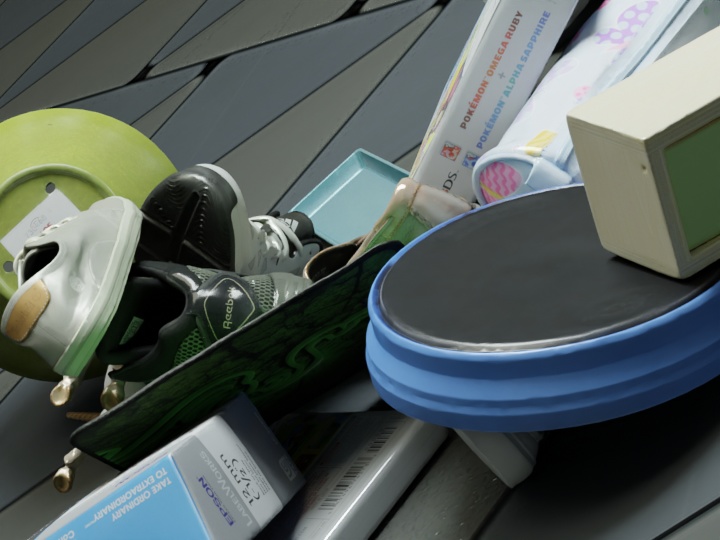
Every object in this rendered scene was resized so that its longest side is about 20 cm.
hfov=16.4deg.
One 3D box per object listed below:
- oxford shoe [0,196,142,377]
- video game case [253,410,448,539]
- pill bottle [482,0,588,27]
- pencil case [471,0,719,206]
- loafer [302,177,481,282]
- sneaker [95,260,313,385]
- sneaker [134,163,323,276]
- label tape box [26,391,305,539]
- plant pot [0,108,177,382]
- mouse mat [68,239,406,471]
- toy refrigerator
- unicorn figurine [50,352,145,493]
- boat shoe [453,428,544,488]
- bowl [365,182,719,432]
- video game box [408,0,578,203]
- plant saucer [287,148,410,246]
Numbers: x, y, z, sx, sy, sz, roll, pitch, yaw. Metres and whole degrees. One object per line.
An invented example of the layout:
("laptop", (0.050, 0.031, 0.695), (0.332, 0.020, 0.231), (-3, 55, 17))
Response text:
("oxford shoe", (-0.162, -0.003, 1.388), (0.075, 0.058, 0.200), (-59, 10, 17))
("video game case", (-0.064, 0.153, 1.327), (0.200, 0.023, 0.182), (-51, 23, -25))
("pill bottle", (0.157, -0.252, 1.663), (0.111, 0.112, 0.200), (-10, 36, 54))
("pencil case", (0.144, -0.097, 1.396), (0.200, 0.083, 0.091), (-52, 8, -28))
("loafer", (0.000, 0.000, 1.425), (0.200, 0.063, 0.072), (-35, 25, 50))
("sneaker", (-0.097, 0.040, 1.433), (0.199, 0.114, 0.077), (132, 147, -73))
("sneaker", (-0.078, -0.022, 1.539), (0.115, 0.076, 0.201), (-46, -19, -30))
("label tape box", (-0.122, 0.142, 1.241), (0.143, 0.066, 0.200), (-34, -1, 16))
("plant pot", (-0.193, -0.018, 1.608), (0.187, 0.187, 0.200), (-41, 3, -5))
("mouse mat", (-0.048, 0.054, 1.324), (0.199, 0.008, 0.161), (-30, -19, 5))
("toy refrigerator", (0.202, -0.079, 1.177), (0.200, 0.076, 0.070), (-29, 27, -22))
("unicorn figurine", (-0.145, 0.079, 1.520), (0.200, 0.074, 0.138), (-61, -1, 37))
("boat shoe", (0.070, 0.047, 1.258), (0.068, 0.072, 0.200), (-40, 10, 7))
("bowl", (0.097, 0.011, 1.197), (0.200, 0.040, 0.201), (-12, 23, 5))
("video game box", (0.088, -0.135, 1.500), (0.183, 0.047, 0.200), (-61, 3, 30))
("plant saucer", (0.008, -0.037, 1.609), (0.070, 0.019, 0.200), (-42, 21, -6))
